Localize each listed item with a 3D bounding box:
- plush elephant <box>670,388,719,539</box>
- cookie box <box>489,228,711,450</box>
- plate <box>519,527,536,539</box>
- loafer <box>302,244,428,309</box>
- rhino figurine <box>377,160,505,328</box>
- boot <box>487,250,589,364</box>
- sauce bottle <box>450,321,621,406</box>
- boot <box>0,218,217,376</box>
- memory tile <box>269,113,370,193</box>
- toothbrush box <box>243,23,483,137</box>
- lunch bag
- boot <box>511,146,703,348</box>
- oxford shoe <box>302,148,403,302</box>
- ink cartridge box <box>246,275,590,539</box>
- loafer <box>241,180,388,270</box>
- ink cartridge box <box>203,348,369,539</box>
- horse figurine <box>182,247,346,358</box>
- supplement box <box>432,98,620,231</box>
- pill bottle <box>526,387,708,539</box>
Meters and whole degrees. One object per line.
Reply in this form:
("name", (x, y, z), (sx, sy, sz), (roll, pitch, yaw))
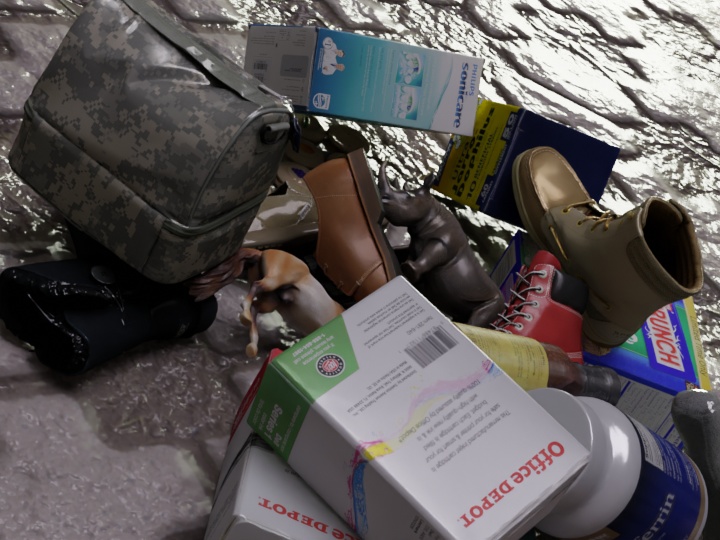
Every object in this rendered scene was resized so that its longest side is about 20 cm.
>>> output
("plush elephant", (0.369, 0.196, 1.458), (0.164, 0.201, 0.155), (9, 16, 33))
("cookie box", (0.229, 0.067, 1.610), (0.200, 0.075, 0.171), (21, 35, -14))
("plate", (0.095, 0.182, 1.310), (0.200, 0.026, 0.200), (46, 28, -34))
("loafer", (0.007, -0.001, 1.540), (0.200, 0.063, 0.072), (-5, 47, -41))
("rhino figurine", (0.066, -0.011, 1.513), (0.087, 0.060, 0.200), (-36, 102, -33))
("boot", (0.118, 0.050, 1.440), (0.200, 0.145, 0.072), (8, -5, -39))
("sauce bottle", (0.129, 0.085, 1.360), (0.200, 0.066, 0.066), (12, 37, -33))
("boot", (-0.229, -0.010, 1.356), (0.168, 0.076, 0.200), (-14, 59, -52))
("memory tile", (-0.061, -0.106, 1.671), (0.153, 0.017, 0.200), (22, 33, -13))
("toothbrush box", (0.000, -0.192, 1.684), (0.200, 0.086, 0.146), (4, 6, -33))
("lunch bag", (-0.158, -0.112, 1.323), (0.200, 0.168, 0.139), (39, 37, 17))
("boot", (0.220, -0.044, 1.495), (0.073, 0.155, 0.200), (-17, 77, -27))
("oxford shoe", (0.000, 0.000, 1.443), (0.071, 0.071, 0.201), (59, 14, -79))
("ink cartridge box", (0.041, 0.121, 1.205), (0.200, 0.084, 0.145), (43, 50, 17))
("loafer", (-0.056, -0.048, 1.531), (0.200, 0.076, 0.068), (-8, 73, -43))
("ink cartridge box", (-0.031, 0.172, 1.261), (0.144, 0.084, 0.200), (25, 32, -9))
("horse figurine", (-0.054, 0.040, 1.404), (0.200, 0.050, 0.133), (40, 34, -23))
("supplement box", (0.161, -0.102, 1.679), (0.109, 0.109, 0.200), (21, 4, -14))
("pill bottle", (0.190, 0.168, 1.348), (0.200, 0.116, 0.116), (32, 22, -48))
